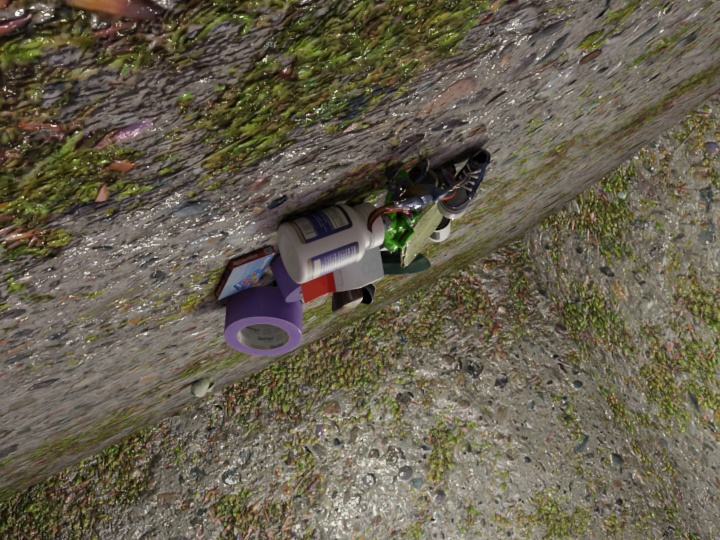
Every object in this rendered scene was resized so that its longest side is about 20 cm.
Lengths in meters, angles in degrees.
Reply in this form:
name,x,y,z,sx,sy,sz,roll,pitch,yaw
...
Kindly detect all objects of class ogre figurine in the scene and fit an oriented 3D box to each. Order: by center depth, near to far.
name,x,y,z,sx,sy,sz,roll,pitch,yaw
ogre figurine,0.079,-0.117,1.309,0.122,0.096,0.200,-62,180,-15

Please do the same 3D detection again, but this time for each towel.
name,x,y,z,sx,sy,sz,roll,pitch,yaw
towel,0.156,-0.114,1.527,0.201,0.036,0.150,-53,159,-26

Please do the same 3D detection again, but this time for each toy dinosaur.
name,x,y,z,sx,sy,sz,roll,pitch,yaw
toy dinosaur,0.117,-0.161,1.230,0.199,0.107,0.179,-42,149,27

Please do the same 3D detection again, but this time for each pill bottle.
name,x,y,z,sx,sy,sz,roll,pitch,yaw
pill bottle,-0.056,-0.063,1.221,0.196,0.122,0.120,-20,169,-24

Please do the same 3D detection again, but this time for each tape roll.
name,x,y,z,sx,sy,sz,roll,pitch,yaw
tape roll,-0.106,-0.011,1.440,0.196,0.087,0.200,-28,172,-4
tape roll,-0.241,0.130,1.540,0.193,0.087,0.202,-2,147,-2

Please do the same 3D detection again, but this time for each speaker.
name,x,y,z,sx,sy,sz,roll,pitch,yaw
speaker,0.226,-0.139,1.801,0.080,0.083,0.200,-28,171,3

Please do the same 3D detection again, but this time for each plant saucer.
name,x,y,z,sx,sy,sz,roll,pitch,yaw
plant saucer,0.090,-0.026,1.633,0.193,0.028,0.201,-2,-166,1

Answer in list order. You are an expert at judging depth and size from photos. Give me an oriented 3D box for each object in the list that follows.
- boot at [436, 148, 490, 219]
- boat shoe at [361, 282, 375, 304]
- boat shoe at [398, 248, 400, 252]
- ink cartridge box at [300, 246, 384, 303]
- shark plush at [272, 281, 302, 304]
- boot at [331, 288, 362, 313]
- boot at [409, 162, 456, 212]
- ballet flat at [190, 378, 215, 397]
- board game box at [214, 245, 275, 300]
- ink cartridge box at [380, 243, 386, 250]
name,x,y,z,sx,sy,sz,roll,pitch,yaw
boot,0.235,-0.202,1.393,0.201,0.071,0.092,-53,167,-46
boat shoe,-0.030,0.031,1.719,0.074,0.063,0.199,-34,127,27
boat shoe,0.108,-0.122,1.581,0.069,0.072,0.201,-12,151,7
ink cartridge box,-0.045,-0.034,1.316,0.197,0.165,0.047,-23,-158,-34
shark plush,-0.188,0.081,1.671,0.080,0.094,0.200,2,176,0
boot,0.000,0.000,1.534,0.184,0.204,0.064,-33,128,32
boot,0.164,-0.205,1.382,0.130,0.068,0.200,-39,173,-15
ballet flat,-0.657,0.482,2.580,0.068,0.071,0.200,-28,175,1
board game box,-0.256,0.008,1.346,0.101,0.020,0.200,-22,168,-29
ink cartridge box,0.024,-0.048,1.788,0.173,0.046,0.199,-20,167,-38
